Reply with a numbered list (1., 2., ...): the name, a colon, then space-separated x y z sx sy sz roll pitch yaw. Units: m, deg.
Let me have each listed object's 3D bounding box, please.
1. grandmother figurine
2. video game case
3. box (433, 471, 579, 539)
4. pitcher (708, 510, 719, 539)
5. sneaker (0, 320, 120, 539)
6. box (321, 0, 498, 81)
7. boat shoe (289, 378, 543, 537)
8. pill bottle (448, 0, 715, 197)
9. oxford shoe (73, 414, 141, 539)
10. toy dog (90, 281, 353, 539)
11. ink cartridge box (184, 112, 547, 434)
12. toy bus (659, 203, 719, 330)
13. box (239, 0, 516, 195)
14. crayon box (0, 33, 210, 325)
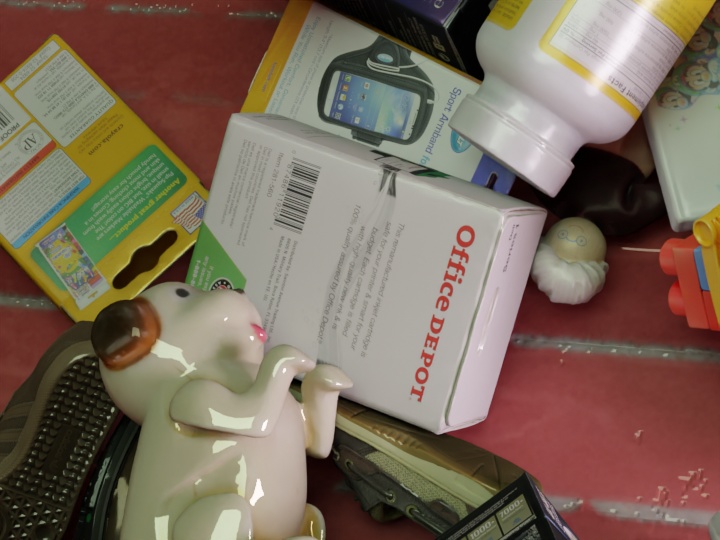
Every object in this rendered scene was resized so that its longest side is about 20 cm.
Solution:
1. grandmother figurine: 0.157 -0.068 1.784 0.121 0.061 0.201 11 66 29
2. video game case: 0.262 -0.130 1.769 0.181 0.024 0.201 -9 67 -7
3. box: 0.052 0.233 1.592 0.200 0.086 0.164 -37 20 5
4. pitcher: 0.229 0.257 1.582 0.171 0.121 0.200 26 62 16
5. sneaker: -0.208 0.121 1.783 0.200 0.070 0.076 -54 19 13
6. box: 0.030 -0.233 1.870 0.199 0.104 0.148 29 76 25
7. boat shoe: 0.021 0.124 1.721 0.200 0.072 0.066 24 103 35
8. pill bottle: 0.141 -0.150 1.712 0.112 0.112 0.201 35 92 26
9. oxford shoe: -0.138 0.167 1.757 0.084 0.073 0.201 17 63 -7
10. toy dog: -0.090 0.103 1.686 0.193 0.139 0.201 -24 73 29
11. ink cartridge box: 0.000 0.000 1.750 0.199 0.084 0.147 21 101 22
12. toy bus: 0.271 0.032 1.657 0.191 0.201 0.135 1 25 45
13. box: 0.017 -0.087 1.818 0.199 0.041 0.120 29 99 23
14. crayon box: -0.186 -0.049 1.871 0.126 0.052 0.200 -42 61 -6
